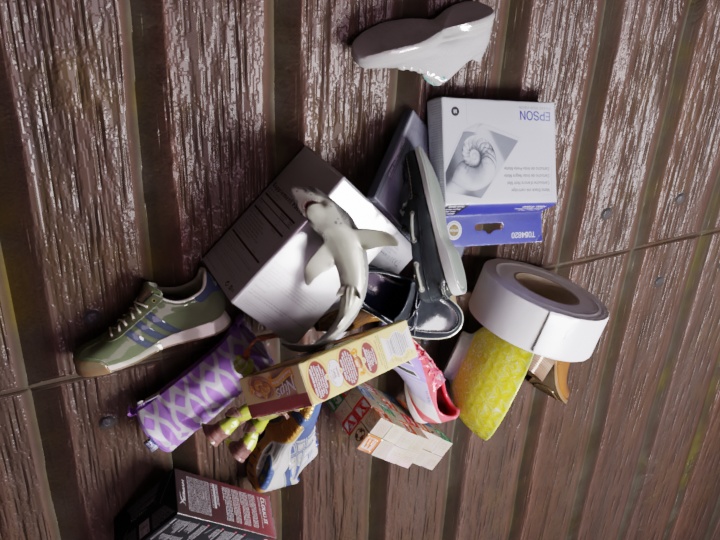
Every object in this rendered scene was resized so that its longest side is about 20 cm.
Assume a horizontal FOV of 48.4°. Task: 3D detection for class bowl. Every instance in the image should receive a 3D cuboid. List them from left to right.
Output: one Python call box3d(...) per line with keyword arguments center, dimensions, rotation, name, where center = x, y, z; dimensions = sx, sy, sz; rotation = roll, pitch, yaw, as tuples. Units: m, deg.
box3d(center=(0.193, 0.155, 1.268), dimensions=(0.107, 0.200, 0.201), rotation=(26, 107, 6), name="bowl")

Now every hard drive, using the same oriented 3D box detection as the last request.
box3d(center=(0.000, 0.000, 1.115), dimensions=(0.200, 0.025, 0.132), rotation=(-48, 146, 3), name="hard drive")

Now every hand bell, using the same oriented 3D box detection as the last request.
box3d(center=(0.026, 0.059, 1.120), dimensions=(0.199, 0.104, 0.104), rotation=(-8, 121, -32), name="hand bell")

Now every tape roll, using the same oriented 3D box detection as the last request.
box3d(center=(0.268, 0.057, 1.209), dimensions=(0.202, 0.202, 0.071), rotation=(7, 113, -33), name="tape roll")

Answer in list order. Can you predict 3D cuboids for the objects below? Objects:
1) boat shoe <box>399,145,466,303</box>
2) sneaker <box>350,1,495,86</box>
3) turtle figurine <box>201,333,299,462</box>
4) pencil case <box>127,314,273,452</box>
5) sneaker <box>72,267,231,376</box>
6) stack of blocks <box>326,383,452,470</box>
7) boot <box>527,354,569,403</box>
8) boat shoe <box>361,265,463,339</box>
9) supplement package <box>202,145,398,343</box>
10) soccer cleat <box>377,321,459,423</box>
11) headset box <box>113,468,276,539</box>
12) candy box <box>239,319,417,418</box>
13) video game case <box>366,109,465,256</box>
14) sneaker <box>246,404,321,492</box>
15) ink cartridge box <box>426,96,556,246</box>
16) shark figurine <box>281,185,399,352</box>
box3d(center=(0.079, -0.059, 1.013), dimensions=(0.060, 0.201, 0.076), rotation=(-18, 163, 20), name="boat shoe")
box3d(center=(0.082, -0.268, 1.002), dimensions=(0.199, 0.075, 0.089), rotation=(-20, 137, -20), name="sneaker")
box3d(center=(-0.119, 0.177, 1.054), dimensions=(0.161, 0.064, 0.200), rotation=(-46, 143, -1), name="turtle figurine")
box3d(center=(-0.212, 0.152, 1.072), dimensions=(0.200, 0.084, 0.086), rotation=(-40, 108, -6), name="pencil case")
box3d(center=(-0.265, 0.055, 0.996), dimensions=(0.200, 0.067, 0.090), rotation=(-19, 117, -20), name="sneaker")
box3d(center=(0.054, 0.249, 1.254), dimensions=(0.200, 0.115, 0.059), rotation=(32, 99, -39), name="stack of blocks")
box3d(center=(0.355, 0.139, 1.394), dimensions=(0.155, 0.074, 0.200), rotation=(-56, 145, -9), name="boot")
box3d(center=(0.057, 0.044, 1.066), dimensions=(0.200, 0.062, 0.075), rotation=(25, 85, -23), name="boat shoe")
box3d(center=(-0.077, -0.032, 1.012), dimensions=(0.200, 0.120, 0.121), rotation=(-47, 129, 2), name="supplement package")
box3d(center=(0.088, 0.148, 1.215), dimensions=(0.068, 0.073, 0.200), rotation=(-46, 120, -44), name="soccer cleat")
box3d(center=(-0.232, 0.378, 1.166), dimensions=(0.149, 0.075, 0.200), rotation=(-41, 132, 23), name="headset box")
box3d(center=(-0.036, 0.120, 0.991), dimensions=(0.200, 0.115, 0.055), rotation=(-17, 87, -48), name="candy box")
box3d(center=(0.094, -0.099, 1.093), dimensions=(0.200, 0.019, 0.143), rotation=(43, 60, -40), name="video game case")
box3d(center=(-0.098, 0.245, 1.201), dimensions=(0.088, 0.075, 0.200), rotation=(7, 123, -41), name="sneaker")
box3d(center=(0.185, -0.134, 1.104), dimensions=(0.199, 0.041, 0.201), rotation=(-5, 95, -28), name="ink cartridge box")
box3d(center=(-0.020, 0.006, 0.944), dimensions=(0.128, 0.090, 0.215), rotation=(6, 109, 5), name="shark figurine")
